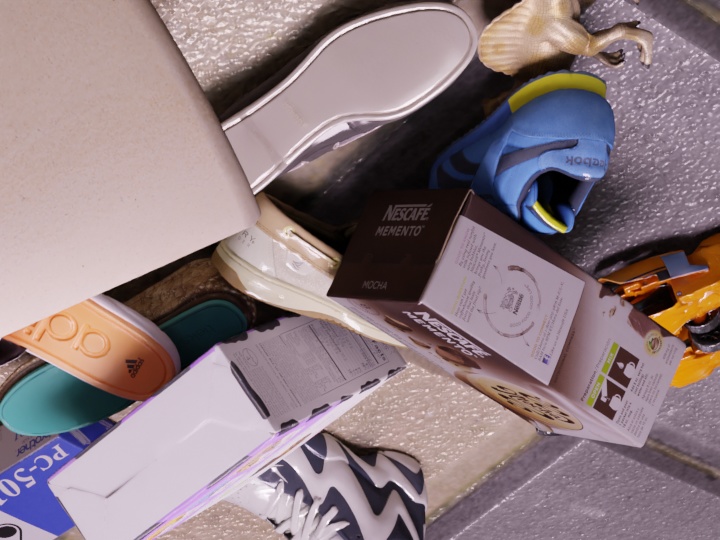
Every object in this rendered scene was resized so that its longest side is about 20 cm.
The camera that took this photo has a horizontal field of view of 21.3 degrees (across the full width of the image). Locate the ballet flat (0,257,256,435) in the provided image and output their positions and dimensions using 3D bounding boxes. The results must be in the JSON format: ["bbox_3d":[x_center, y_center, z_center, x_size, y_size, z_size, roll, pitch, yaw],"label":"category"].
[{"bbox_3d":[-0.155,0.049,1.285,0.199,0.065,0.071,-23,125,16],"label":"ballet flat"}]

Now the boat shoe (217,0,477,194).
[{"bbox_3d":[-0.019,-0.107,1.160,0.200,0.057,0.067,-30,101,14],"label":"boat shoe"}]

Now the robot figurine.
[{"bbox_3d":[0.190,0.050,1.383,0.199,0.058,0.145,-23,138,11],"label":"robot figurine"}]

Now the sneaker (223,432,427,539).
[{"bbox_3d":[-0.032,0.194,1.436,0.199,0.130,0.080,19,130,-31],"label":"sneaker"}]

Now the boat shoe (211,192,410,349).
[{"bbox_3d":[0.000,0.000,1.265,0.199,0.074,0.067,15,111,-37],"label":"boat shoe"}]

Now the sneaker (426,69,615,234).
[{"bbox_3d":[0.094,-0.049,1.196,0.066,0.079,0.200,6,157,-22],"label":"sneaker"}]

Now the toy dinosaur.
[{"bbox_3d":[0.119,-0.147,1.136,0.101,0.058,0.200,-3,139,-9],"label":"toy dinosaur"}]

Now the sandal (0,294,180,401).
[{"bbox_3d":[-0.209,0.031,1.209,0.206,0.059,0.079,26,116,-8],"label":"sandal"}]

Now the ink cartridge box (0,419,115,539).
[{"bbox_3d":[-0.263,0.168,1.413,0.200,0.044,0.094,-33,137,23],"label":"ink cartridge box"}]

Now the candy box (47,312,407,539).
[{"bbox_3d":[-0.084,0.100,1.279,0.168,0.072,0.200,-38,173,26],"label":"candy box"}]

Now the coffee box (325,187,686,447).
[{"bbox_3d":[0.093,0.030,1.223,0.200,0.080,0.113,33,165,-29],"label":"coffee box"}]

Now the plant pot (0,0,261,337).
[{"bbox_3d":[-0.194,-0.100,0.990,0.199,0.200,0.178,-24,124,-16],"label":"plant pot"}]
